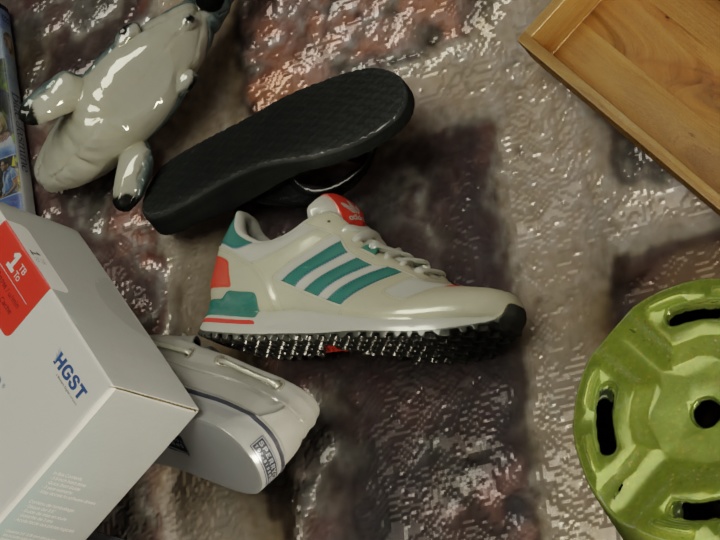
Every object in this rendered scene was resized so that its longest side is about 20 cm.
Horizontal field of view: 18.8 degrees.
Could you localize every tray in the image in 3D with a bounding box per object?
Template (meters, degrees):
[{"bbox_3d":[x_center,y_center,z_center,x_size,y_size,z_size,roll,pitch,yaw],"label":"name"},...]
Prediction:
[{"bbox_3d":[0.188,-0.102,1.186,0.099,0.037,0.200,-47,57,3],"label":"tray"}]

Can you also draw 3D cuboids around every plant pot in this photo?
[{"bbox_3d":[0.189,0.090,1.015,0.199,0.190,0.201,-10,65,23],"label":"plant pot"}]

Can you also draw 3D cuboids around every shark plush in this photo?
[{"bbox_3d":[-0.138,-0.131,1.345,0.091,0.083,0.200,31,92,-6],"label":"shark plush"}]

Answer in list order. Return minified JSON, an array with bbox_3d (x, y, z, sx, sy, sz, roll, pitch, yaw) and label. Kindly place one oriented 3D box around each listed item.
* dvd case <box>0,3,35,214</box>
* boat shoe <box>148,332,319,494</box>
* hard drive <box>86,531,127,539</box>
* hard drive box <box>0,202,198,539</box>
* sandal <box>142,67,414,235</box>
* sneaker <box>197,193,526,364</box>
[{"bbox_3d":[-0.282,-0.066,1.427,0.142,0.018,0.201,-22,62,20],"label":"dvd case"},{"bbox_3d":[-0.107,0.067,1.255,0.200,0.072,0.066,14,46,44],"label":"boat shoe"},{"bbox_3d":[-0.217,0.212,1.266,0.199,0.042,0.135,2,71,29],"label":"hard drive"},{"bbox_3d":[-0.209,0.089,1.222,0.200,0.077,0.156,-49,55,14],"label":"hard drive box"},{"bbox_3d":[-0.041,-0.065,1.284,0.200,0.048,0.075,-19,38,35],"label":"sandal"},{"bbox_3d":[0.000,0.000,1.221,0.199,0.070,0.094,-1,76,30],"label":"sneaker"}]
